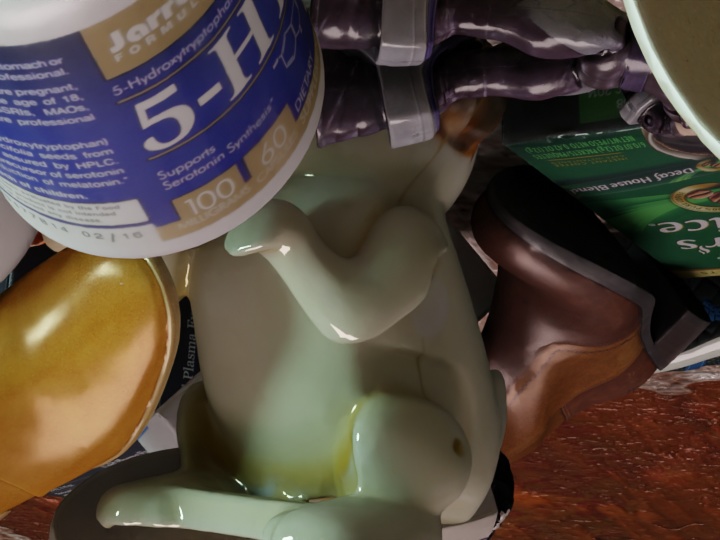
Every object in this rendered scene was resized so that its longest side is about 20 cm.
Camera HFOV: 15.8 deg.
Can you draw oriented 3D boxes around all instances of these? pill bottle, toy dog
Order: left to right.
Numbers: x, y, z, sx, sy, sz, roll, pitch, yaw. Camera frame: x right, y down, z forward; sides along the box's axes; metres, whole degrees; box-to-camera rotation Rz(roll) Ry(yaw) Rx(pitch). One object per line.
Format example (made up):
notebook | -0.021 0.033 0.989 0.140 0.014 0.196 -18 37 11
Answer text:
pill bottle | -0.089 -0.101 0.788 0.119 0.120 0.200 -1 151 14
toy dog | 0.000 0.000 0.988 0.193 0.201 0.139 0 -178 -37

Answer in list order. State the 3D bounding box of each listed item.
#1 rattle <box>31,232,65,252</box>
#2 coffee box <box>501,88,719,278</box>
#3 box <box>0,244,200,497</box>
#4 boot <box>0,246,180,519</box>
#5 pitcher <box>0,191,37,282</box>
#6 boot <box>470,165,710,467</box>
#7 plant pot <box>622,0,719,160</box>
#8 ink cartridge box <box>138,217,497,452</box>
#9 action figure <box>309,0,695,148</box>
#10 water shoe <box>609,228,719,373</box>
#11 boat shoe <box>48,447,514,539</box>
rattle | -0.080 0.010 1.146 0.199 0.144 0.130 -17 -172 29
coffee box | 0.153 -0.047 1.076 0.122 0.044 0.200 -6 162 26
box | -0.144 0.051 1.358 0.181 0.105 0.200 12 161 -31
boot | -0.161 0.064 0.930 0.144 0.071 0.201 -17 159 -45
pitcher | -0.206 -0.044 0.881 0.121 0.172 0.200 20 164 38
boot | 0.040 0.051 1.142 0.200 0.069 0.188 -41 157 12
plant pot | 0.199 -0.102 0.692 0.187 0.189 0.199 -12 171 43
ink cartridge box | -0.005 0.031 1.205 0.068 0.200 0.116 50 166 0
action figure | 0.081 -0.080 0.901 0.199 0.070 0.130 5 156 -1
water shoe | 0.176 0.018 1.245 0.199 0.072 0.079 -5 164 28
boat shoe | -0.036 0.123 1.080 0.199 0.075 0.093 -5 142 -21
